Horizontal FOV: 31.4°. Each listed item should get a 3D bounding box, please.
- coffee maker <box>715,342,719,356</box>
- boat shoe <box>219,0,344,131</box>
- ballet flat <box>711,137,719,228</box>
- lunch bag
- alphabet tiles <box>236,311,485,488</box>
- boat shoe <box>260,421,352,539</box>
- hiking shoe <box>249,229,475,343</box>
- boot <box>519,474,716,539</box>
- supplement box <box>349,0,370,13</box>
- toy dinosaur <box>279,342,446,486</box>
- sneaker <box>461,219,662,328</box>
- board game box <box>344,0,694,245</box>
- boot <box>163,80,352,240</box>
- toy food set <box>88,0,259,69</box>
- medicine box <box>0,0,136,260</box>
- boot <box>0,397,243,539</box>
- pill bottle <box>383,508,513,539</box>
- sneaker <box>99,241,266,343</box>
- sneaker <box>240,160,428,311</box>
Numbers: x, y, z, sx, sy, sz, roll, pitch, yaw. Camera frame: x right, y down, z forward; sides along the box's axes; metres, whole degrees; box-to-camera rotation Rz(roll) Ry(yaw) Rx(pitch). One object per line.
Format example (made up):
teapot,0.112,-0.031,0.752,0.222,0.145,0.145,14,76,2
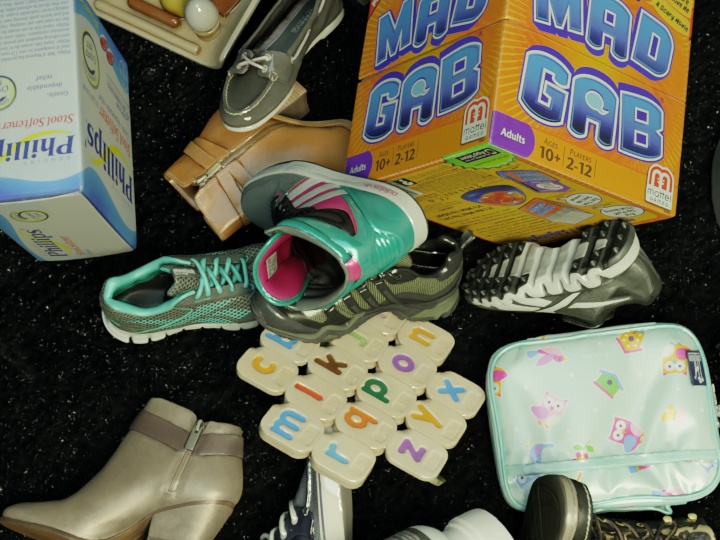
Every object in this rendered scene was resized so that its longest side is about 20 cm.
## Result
coffee maker,0.408,0.141,1.072,0.191,0.135,0.201,1,75,-23
boat shoe,-0.079,-0.213,1.194,0.067,0.057,0.200,12,52,27
ballet flat,0.362,-0.124,1.163,0.073,0.073,0.201,11,77,8
lunch bag,0.211,0.133,1.102,0.199,0.077,0.161,-7,74,4
alphabet tiles,0.001,0.098,1.101,0.195,0.015,0.200,27,45,12
boat shoe,-0.055,0.226,1.091,0.092,0.075,0.201,-4,86,7
hiking shoe,0.000,0.000,1.116,0.199,0.101,0.076,-10,48,-23
boot,0.208,0.218,1.025,0.150,0.200,0.073,0,55,-1
supplement box,-0.025,-0.388,1.196,0.200,0.200,0.134,43,82,13
toy dinosaur,-0.015,0.127,1.141,0.088,0.047,0.200,-32,78,-11
sneaker,0.176,0.016,1.110,0.090,0.200,0.067,42,56,-26
board game box,0.132,-0.150,1.080,0.199,0.200,0.201,18,73,-31
boot,-0.073,-0.084,1.177,0.155,0.077,0.200,-43,70,-13
toy food set,-0.185,-0.300,1.258,0.199,0.060,0.144,26,79,10
medicine box,-0.277,-0.130,1.157,0.102,0.182,0.201,-8,75,3
boot,-0.203,0.183,1.135,0.199,0.070,0.147,14,70,7
pill bottle,0.030,0.273,1.014,0.199,0.116,0.117,-22,73,-22
sneaker,-0.143,0.017,1.155,0.199,0.091,0.078,-17,75,0
sneaker,-0.055,-0.025,1.056,0.199,0.084,0.121,11,38,42
